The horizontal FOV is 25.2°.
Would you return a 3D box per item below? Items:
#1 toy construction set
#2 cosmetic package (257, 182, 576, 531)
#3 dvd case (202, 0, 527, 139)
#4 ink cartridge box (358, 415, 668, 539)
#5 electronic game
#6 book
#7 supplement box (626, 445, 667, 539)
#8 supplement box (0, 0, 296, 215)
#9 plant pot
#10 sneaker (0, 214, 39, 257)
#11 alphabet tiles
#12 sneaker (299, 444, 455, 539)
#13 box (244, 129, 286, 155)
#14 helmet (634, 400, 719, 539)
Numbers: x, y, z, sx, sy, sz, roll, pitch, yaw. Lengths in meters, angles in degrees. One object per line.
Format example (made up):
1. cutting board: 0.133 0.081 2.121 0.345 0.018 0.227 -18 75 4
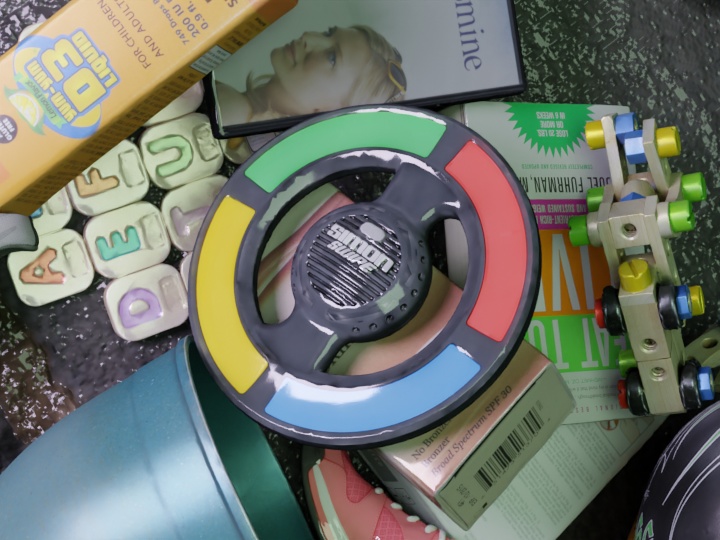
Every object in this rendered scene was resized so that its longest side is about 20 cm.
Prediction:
1. toy construction set: 0.188 0.010 0.984 0.092 0.131 0.200 -22 118 27
2. cosmetic package: 0.014 0.042 0.929 0.200 0.087 0.103 38 83 27
3. dvd case: -0.003 -0.161 0.944 0.199 0.018 0.144 -10 92 -20
4. ink cartridge box: 0.097 0.084 1.038 0.200 0.047 0.160 -42 101 -24
5. electronic game: 0.000 0.000 0.878 0.199 0.042 0.201 -6 66 14
6. book: 0.120 -0.003 1.014 0.133 0.048 0.201 -2 83 -29
7. supplement box: 0.201 0.220 1.049 0.068 0.067 0.201 22 85 -14
8. supplement box: -0.132 -0.114 0.868 0.200 0.069 0.067 -38 90 6
9. plant pot: -0.133 0.167 0.900 0.187 0.200 0.201 -27 98 1
10. sneaker: -0.267 0.020 0.912 0.200 0.074 0.079 -45 97 -10
11. alphabet tiles: -0.132 -0.065 0.980 0.195 0.015 0.201 -19 97 -14
12. sneaker: 0.026 0.178 0.976 0.086 0.074 0.201 -23 71 -7
13. box: -0.045 -0.183 0.971 0.116 0.060 0.201 -23 97 -20
14. helmet: 0.263 0.157 0.936 0.199 0.200 0.192 24 86 -14
